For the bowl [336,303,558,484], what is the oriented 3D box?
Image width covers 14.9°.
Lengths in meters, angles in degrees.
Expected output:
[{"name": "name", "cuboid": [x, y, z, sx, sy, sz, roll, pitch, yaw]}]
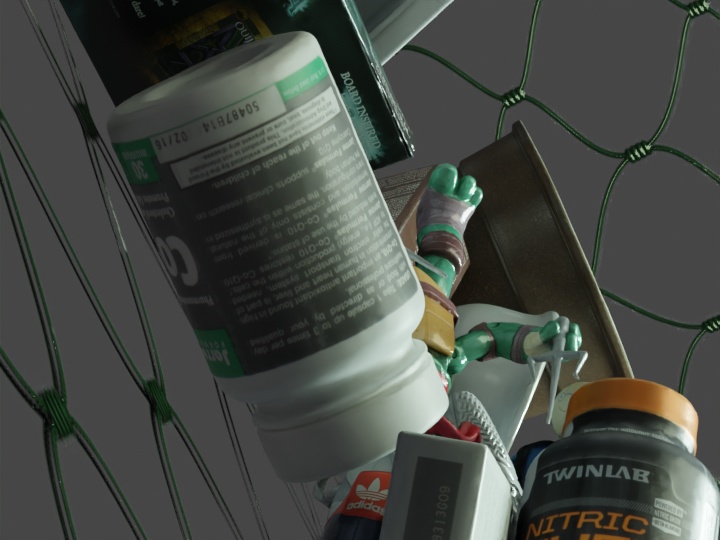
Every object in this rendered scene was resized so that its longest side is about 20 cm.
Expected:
[{"name": "bowl", "cuboid": [0.039, 0.098, 1.679, 0.090, 0.202, 0.201, 25, 6, -2]}]

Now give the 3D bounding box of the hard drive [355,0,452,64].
[{"name": "hard drive", "cuboid": [-0.028, -0.119, 1.522, 0.027, 0.200, 0.132, 43, 13, -22]}]

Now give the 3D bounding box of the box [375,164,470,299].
[{"name": "box", "cuboid": [0.000, 0.000, 1.657, 0.200, 0.100, 0.075, -50, 125, -73]}]

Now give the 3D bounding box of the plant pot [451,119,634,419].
[{"name": "plant pot", "cuboid": [0.057, 0.030, 1.843, 0.200, 0.197, 0.201, -23, 90, -87]}]

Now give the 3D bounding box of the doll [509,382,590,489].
[{"name": "doll", "cuboid": [0.103, 0.157, 1.594, 0.048, 0.201, 0.136, 38, -22, -33]}]

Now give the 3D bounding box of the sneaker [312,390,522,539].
[{"name": "sneaker", "cuboid": [0.050, 0.171, 1.521, 0.075, 0.114, 0.201, 62, 5, -59]}]

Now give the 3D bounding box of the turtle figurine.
[{"name": "turtle figurine", "cuboid": [0.031, 0.015, 1.460, 0.149, 0.101, 0.200, 30, 26, -29]}]

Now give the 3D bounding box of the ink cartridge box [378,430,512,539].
[{"name": "ink cartridge box", "cuboid": [0.036, 0.172, 1.318, 0.200, 0.047, 0.161, 62, 37, -76]}]

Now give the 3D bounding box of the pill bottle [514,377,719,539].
[{"name": "pill bottle", "cuboid": [0.129, 0.156, 1.417, 0.106, 0.106, 0.201, 63, 31, -51]}]

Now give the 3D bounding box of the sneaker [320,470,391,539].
[{"name": "sneaker", "cuboid": [0.030, 0.162, 1.411, 0.200, 0.075, 0.085, 63, 41, -63]}]

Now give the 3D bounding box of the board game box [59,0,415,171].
[{"name": "board game box", "cuboid": [-0.066, -0.116, 1.394, 0.028, 0.135, 0.200, -96, 166, -48]}]

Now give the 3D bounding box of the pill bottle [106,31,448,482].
[{"name": "pill bottle", "cuboid": [-0.036, -0.006, 1.349, 0.113, 0.113, 0.201, -96, 163, -79]}]
